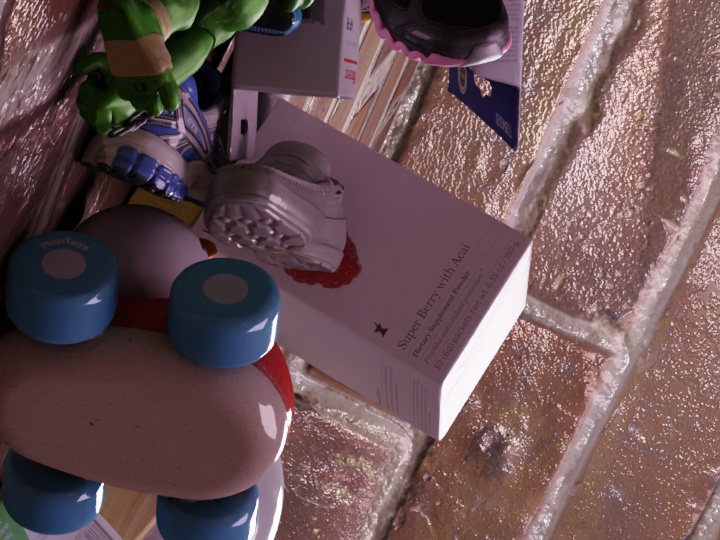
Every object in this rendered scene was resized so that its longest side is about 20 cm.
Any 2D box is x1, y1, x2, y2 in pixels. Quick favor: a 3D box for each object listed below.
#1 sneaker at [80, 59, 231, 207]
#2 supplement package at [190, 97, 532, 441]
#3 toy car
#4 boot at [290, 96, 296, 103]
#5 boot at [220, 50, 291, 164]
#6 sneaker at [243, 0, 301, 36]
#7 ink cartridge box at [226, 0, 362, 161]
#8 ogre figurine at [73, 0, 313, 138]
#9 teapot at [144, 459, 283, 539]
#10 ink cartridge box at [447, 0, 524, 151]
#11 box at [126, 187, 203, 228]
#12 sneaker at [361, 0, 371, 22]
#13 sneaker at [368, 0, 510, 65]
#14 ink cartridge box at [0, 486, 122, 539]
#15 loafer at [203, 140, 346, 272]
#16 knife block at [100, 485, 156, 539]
[{"bbox_3d":[-0.104,-0.086,1.325,0.200,0.076,0.086,-16,127,-87],"label":"sneaker"},{"bbox_3d":[0.000,0.000,1.497,0.122,0.199,0.120,-56,167,-18],"label":"supplement package"},{"bbox_3d":[-0.117,0.028,1.297,0.201,0.175,0.185,-80,178,-49],"label":"toy car"},{"bbox_3d":[-0.048,-0.182,1.707,0.200,0.064,0.187,-54,168,-49],"label":"boot"},{"bbox_3d":[-0.067,-0.146,1.503,0.200,0.072,0.184,133,-30,-78],"label":"boot"},{"bbox_3d":[-0.037,-0.228,1.238,0.073,0.081,0.201,-48,162,-74],"label":"sneaker"},{"bbox_3d":[-0.034,-0.164,1.333,0.116,0.066,0.202,-43,137,-84],"label":"ink cartridge box"},{"bbox_3d":[-0.074,-0.160,1.108,0.120,0.098,0.201,-38,144,-41],"label":"ogre figurine"},{"bbox_3d":[-0.159,0.153,1.618,0.146,0.196,0.202,34,53,-52],"label":"teapot"},{"bbox_3d":[0.071,-0.201,1.540,0.196,0.043,0.202,-126,-143,-70],"label":"ink cartridge box"},{"bbox_3d":[-0.161,0.027,1.462,0.075,0.050,0.201,110,5,-58],"label":"box"},{"bbox_3d":[-0.001,-0.227,1.590,0.200,0.077,0.083,-73,151,-69],"label":"sneaker"},{"bbox_3d":[0.035,-0.212,1.396,0.078,0.201,0.096,-16,141,-19],"label":"sneaker"},{"bbox_3d":[-0.176,0.233,1.354,0.087,0.200,0.145,-41,-173,21],"label":"ink cartridge box"},{"bbox_3d":[-0.050,-0.045,1.341,0.200,0.069,0.071,40,55,-79],"label":"loafer"},{"bbox_3d":[-0.157,0.158,1.520,0.064,0.198,0.177,48,38,-87],"label":"knife block"}]
